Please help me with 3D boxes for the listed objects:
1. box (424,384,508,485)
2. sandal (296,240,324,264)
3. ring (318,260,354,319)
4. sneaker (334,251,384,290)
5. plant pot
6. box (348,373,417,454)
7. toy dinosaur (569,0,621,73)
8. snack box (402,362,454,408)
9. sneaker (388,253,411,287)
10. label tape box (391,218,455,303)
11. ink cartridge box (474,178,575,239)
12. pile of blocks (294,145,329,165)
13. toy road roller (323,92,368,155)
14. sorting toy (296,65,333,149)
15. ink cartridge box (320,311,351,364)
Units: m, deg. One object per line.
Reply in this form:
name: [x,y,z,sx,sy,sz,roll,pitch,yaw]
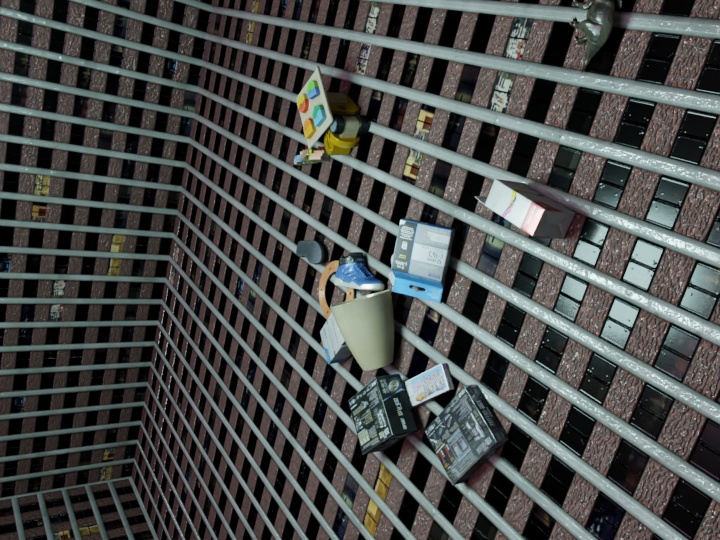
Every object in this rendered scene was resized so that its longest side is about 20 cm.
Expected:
box: [0.259,0.410,1.549,0.201,0.049,0.159,-58,46,33]
sandal: [-0.166,-0.068,2.155,0.199,0.042,0.078,26,102,60]
ring: [-0.077,0.070,2.039,0.199,0.019,0.205,-6,83,52]
sneaker: [-0.001,0.000,1.895,0.198,0.076,0.114,8,91,49]
plant pot: [0.024,0.178,1.790,0.186,0.185,0.204,-16,89,51]
box: [0.059,0.409,1.762,0.200,0.085,0.166,-51,49,50]
toy dinosaur: [0.488,-0.515,1.281,0.102,0.076,0.204,38,115,54]
snack box: [0.173,0.319,1.689,0.199,0.024,0.073,-38,59,45]
sneaker: [0.123,-0.041,1.741,0.080,0.069,0.204,43,121,48]
label tape box: [0.160,-0.024,1.640,0.141,0.066,0.204,13,98,16]
ink cartridge box: [0.363,-0.147,1.390,0.200,0.115,0.069,43,122,44]
pile of blocks: [-0.182,-0.407,2.154,0.198,0.081,0.064,5,92,53]
toy road roller: [-0.074,-0.463,1.988,0.202,0.121,0.147,60,143,35]
sorting toy: [-0.153,-0.510,1.957,0.200,0.036,0.189,-38,63,58]
ink cartridge box: [-0.061,0.200,1.928,0.201,0.065,0.118,123,136,-57]
